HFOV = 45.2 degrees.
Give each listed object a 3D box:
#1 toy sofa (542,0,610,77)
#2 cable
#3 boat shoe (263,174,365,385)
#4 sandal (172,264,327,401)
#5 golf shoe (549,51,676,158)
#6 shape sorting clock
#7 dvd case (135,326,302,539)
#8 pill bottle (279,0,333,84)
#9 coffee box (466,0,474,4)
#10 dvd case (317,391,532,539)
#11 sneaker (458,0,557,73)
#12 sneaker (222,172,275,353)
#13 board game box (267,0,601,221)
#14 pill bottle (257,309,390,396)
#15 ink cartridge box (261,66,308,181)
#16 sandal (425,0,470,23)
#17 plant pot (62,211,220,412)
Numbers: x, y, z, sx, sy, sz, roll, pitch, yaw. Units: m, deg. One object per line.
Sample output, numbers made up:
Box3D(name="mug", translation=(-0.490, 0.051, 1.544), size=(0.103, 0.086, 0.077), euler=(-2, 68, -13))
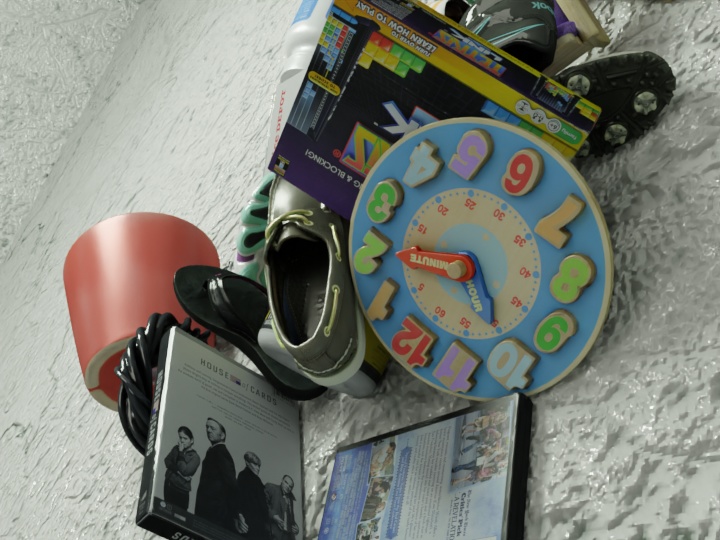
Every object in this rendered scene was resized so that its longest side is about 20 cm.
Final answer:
Box3D(name="toy sofa", translation=(0.108, -0.179, 0.762), size=(0.200, 0.097, 0.083), euler=(-35, 79, 32))
Box3D(name="cable", translation=(-0.167, 0.118, 0.812), size=(0.051, 0.200, 0.164), euler=(-8, 66, 13))
Box3D(name="boat shoe", translation=(-0.041, -0.012, 0.678), size=(0.072, 0.060, 0.202), euler=(-21, 57, 15))
Box3D(name="sandal", translation=(-0.100, 0.043, 0.829), size=(0.075, 0.200, 0.048), euler=(-29, -34, -43))
Box3D(name="golf shoe", translation=(0.155, -0.127, 0.696), size=(0.200, 0.077, 0.088), euler=(-26, 27, 37))
Box3D(name="shape sorting clock", translation=(0.075, -0.004, 0.599), size=(0.200, 0.200, 0.039), euler=(-31, -4, 39))
Box3D(name="dvd case", translation=(-0.111, 0.153, 0.729), size=(0.025, 0.150, 0.200), euler=(-41, 31, 23))
Box3D(name="pill bottle", translation=(-0.036, -0.316, 1.151), size=(0.112, 0.112, 0.201), euler=(-13, 49, 52))
Box3D(name="coffee box", translation=(0.169, -0.318, 0.903), size=(0.123, 0.044, 0.200), euler=(-46, 30, 15))
Box3D(name="dvd case", translation=(0.037, 0.174, 0.616), size=(0.200, 0.018, 0.143), euler=(-28, 38, 43))
Box3D(name="sneaker", translation=(0.069, -0.144, 0.682), size=(0.200, 0.075, 0.079), euler=(-38, 43, 29))
Box3D(name="sneaker", translation=(-0.120, -0.012, 0.960), size=(0.140, 0.077, 0.201), euler=(16, 93, 67))
Box3D(name="board game box", translation=(0.047, -0.097, 0.646), size=(0.057, 0.200, 0.166), euler=(-50, -10, -53))
Box3D(name="pill bottle", translation=(0.000, 0.000, 0.759), size=(0.112, 0.112, 0.201), euler=(0, 60, 57))
Box3D(name="ink cartridge box", translation=(-0.018, -0.157, 0.951), size=(0.200, 0.084, 0.145), euler=(-13, 66, 52))
Box3D(name="sandal", translation=(0.108, -0.245, 0.897), size=(0.059, 0.079, 0.207), euler=(-55, 36, -2))
Box3D(name="plant pot", translation=(-0.256, 0.062, 1.036), size=(0.200, 0.200, 0.178), euler=(-43, 41, 23))
